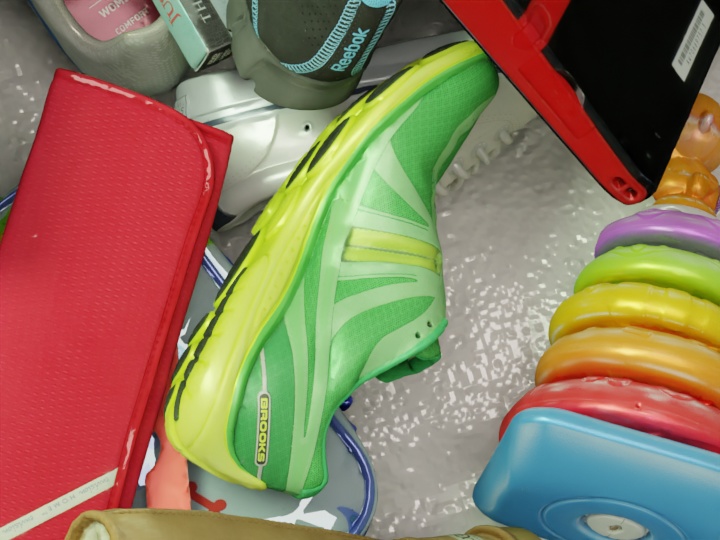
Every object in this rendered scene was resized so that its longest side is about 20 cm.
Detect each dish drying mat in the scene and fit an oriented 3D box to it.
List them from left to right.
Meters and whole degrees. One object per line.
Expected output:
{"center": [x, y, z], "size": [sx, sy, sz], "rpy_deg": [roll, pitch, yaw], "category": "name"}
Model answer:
{"center": [-0.106, 0.026, 0.982], "size": [0.077, 0.018, 0.201], "rpy_deg": [20, 70, -15], "category": "dish drying mat"}

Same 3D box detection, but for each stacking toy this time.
{"center": [0.123, 0.016, 1.074], "size": [0.109, 0.116, 0.201], "rpy_deg": [16, 64, -2], "category": "stacking toy"}

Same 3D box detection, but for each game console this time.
{"center": [0.082, -0.142, 1.049], "size": [0.177, 0.031, 0.200], "rpy_deg": [51, 38, -18], "category": "game console"}

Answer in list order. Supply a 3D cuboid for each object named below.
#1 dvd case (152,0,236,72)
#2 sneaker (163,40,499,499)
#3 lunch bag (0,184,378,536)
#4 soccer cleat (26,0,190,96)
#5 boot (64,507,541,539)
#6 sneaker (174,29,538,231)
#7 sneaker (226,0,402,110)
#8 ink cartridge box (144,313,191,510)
{"center": [-0.024, -0.177, 1.088], "size": [0.200, 0.022, 0.146], "rpy_deg": [-25, 81, -33], "category": "dvd case"}
{"center": [0.000, 0.000, 1.010], "size": [0.083, 0.074, 0.200], "rpy_deg": [35, 72, -11], "category": "sneaker"}
{"center": [-0.097, 0.064, 1.044], "size": [0.161, 0.082, 0.200], "rpy_deg": [-38, 84, -10], "category": "lunch bag"}
{"center": [-0.134, -0.159, 1.082], "size": [0.070, 0.086, 0.200], "rpy_deg": [-40, 84, -11], "category": "soccer cleat"}
{"center": [-0.025, 0.174, 0.982], "size": [0.200, 0.066, 0.176], "rpy_deg": [3, 90, -37], "category": "boot"}
{"center": [0.025, -0.059, 1.091], "size": [0.199, 0.073, 0.071], "rpy_deg": [-10, 89, 2], "category": "sneaker"}
{"center": [-0.021, -0.167, 1.023], "size": [0.073, 0.082, 0.201], "rpy_deg": [-5, 70, -27], "category": "sneaker"}
{"center": [-0.164, 0.070, 0.972], "size": [0.199, 0.047, 0.161], "rpy_deg": [-4, 78, -5], "category": "ink cartridge box"}
